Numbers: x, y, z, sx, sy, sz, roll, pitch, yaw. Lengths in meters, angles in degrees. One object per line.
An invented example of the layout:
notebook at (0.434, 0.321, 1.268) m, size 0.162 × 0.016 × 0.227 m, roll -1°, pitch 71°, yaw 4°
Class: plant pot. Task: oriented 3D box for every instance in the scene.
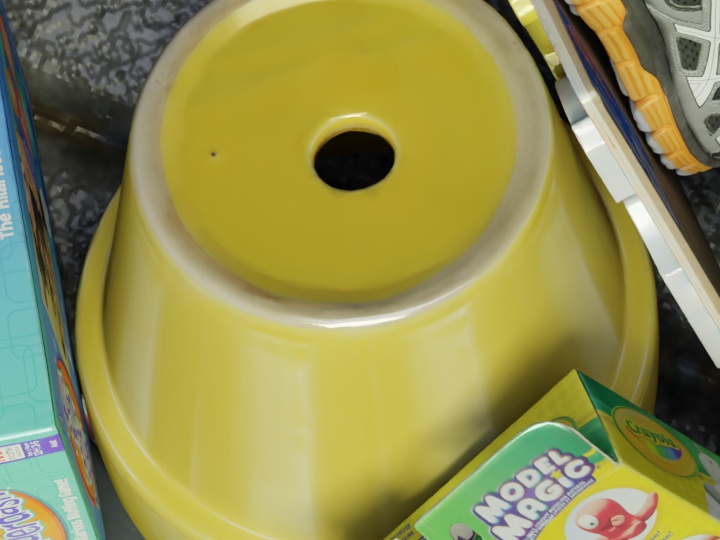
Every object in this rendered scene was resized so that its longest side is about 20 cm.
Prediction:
plant pot at (0.000, 0.000, 0.977) m, size 0.201 × 0.189 × 0.201 m, roll -1°, pitch 66°, yaw 3°

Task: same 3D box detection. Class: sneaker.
sneaker at (0.113, -0.092, 0.956) m, size 0.077 × 0.200 × 0.078 m, roll -19°, pitch 65°, yaw 14°

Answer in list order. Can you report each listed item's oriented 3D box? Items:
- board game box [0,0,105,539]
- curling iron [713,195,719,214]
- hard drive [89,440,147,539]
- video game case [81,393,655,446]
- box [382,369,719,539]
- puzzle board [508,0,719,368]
board game box at (-0.126, -0.006, 0.986) m, size 0.045 × 0.152 × 0.200 m, roll -11°, pitch 65°, yaw -3°
curling iron at (0.202, -0.072, 1.024) m, size 0.200 × 0.050 × 0.026 m, roll -35°, pitch 87°, yaw -19°
hard drive at (-0.149, 0.098, 1.034) m, size 0.200 × 0.033 × 0.140 m, roll 41°, pitch 56°, yaw 6°
video game case at (0.008, 0.073, 1.096) m, size 0.200 × 0.017 × 0.143 m, roll -25°, pitch 92°, yaw -2°
box at (0.081, 0.109, 0.957) m, size 0.117 × 0.048 × 0.200 m, roll -43°, pitch 133°, yaw 19°
puzzle board at (0.081, -0.052, 0.985) m, size 0.017 × 0.200 × 0.151 m, roll -27°, pitch 51°, yaw 9°
